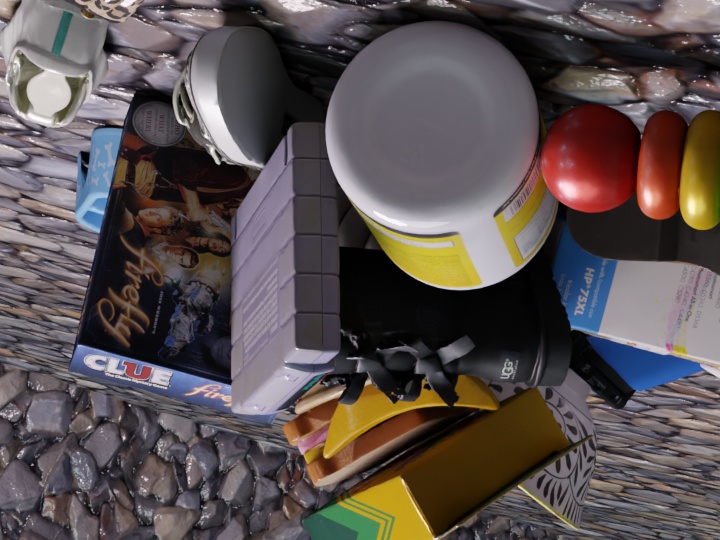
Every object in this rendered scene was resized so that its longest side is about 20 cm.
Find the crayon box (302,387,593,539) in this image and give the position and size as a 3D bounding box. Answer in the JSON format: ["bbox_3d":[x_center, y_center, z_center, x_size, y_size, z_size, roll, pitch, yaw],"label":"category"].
[{"bbox_3d":[0.056,0.141,1.340,0.126,0.051,0.200,-30,178,-30],"label":"crayon box"}]

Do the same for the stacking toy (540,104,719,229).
[{"bbox_3d":[0.187,-0.051,0.982,0.198,0.086,0.085,8,168,13],"label":"stacking toy"}]

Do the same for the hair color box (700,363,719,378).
[{"bbox_3d":[0.327,0.078,1.400,0.109,0.065,0.200,30,180,-10],"label":"hair color box"}]

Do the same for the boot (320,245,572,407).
[{"bbox_3d":[0.033,0.005,1.229,0.161,0.074,0.199,2,-143,-14],"label":"boot"}]

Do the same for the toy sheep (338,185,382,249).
[{"bbox_3d":[0.000,0.000,1.397,0.198,0.139,0.138,4,166,31],"label":"toy sheep"}]

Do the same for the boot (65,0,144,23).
[{"bbox_3d":[-0.181,-0.164,0.930,0.149,0.074,0.199,19,163,-27],"label":"boot"}]

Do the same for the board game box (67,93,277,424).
[{"bbox_3d":[-0.102,-0.010,1.279,0.134,0.202,0.035,15,144,-12],"label":"board game box"}]

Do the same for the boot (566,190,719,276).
[{"bbox_3d":[0.228,-0.025,1.187,0.198,0.074,0.075,13,-170,18],"label":"boot"}]

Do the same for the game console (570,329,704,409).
[{"bbox_3d":[0.202,0.032,1.599,0.171,0.118,0.200,43,-179,25],"label":"game console"}]

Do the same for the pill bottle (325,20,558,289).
[{"bbox_3d":[0.051,-0.053,1.090,0.111,0.113,0.200,11,169,12],"label":"pill bottle"}]

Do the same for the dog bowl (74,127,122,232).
[{"bbox_3d":[-0.161,-0.057,1.502,0.110,0.050,0.200,16,170,-12],"label":"dog bowl"}]

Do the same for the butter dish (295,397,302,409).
[{"bbox_3d":[-0.018,0.053,1.630,0.198,0.149,0.199,8,169,26],"label":"butter dish"}]

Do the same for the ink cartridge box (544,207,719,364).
[{"bbox_3d":[0.211,0.016,1.301,0.198,0.068,0.116,14,-173,-4],"label":"ink cartridge box"}]

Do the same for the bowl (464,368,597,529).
[{"bbox_3d":[0.115,0.101,1.528,0.200,0.095,0.201,37,180,0],"label":"bowl"}]

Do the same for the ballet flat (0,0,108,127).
[{"bbox_3d":[-0.182,-0.119,1.168,0.069,0.070,0.200,15,170,-9],"label":"ballet flat"}]

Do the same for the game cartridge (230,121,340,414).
[{"bbox_3d":[-0.043,0.007,1.133,0.038,0.131,0.200,-2,168,-14],"label":"game cartridge"}]

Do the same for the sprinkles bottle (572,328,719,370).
[{"bbox_3d":[0.178,0.016,1.408,0.198,0.069,0.068,15,169,-8],"label":"sprinkles bottle"}]

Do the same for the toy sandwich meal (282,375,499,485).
[{"bbox_3d":[0.042,0.085,1.339,0.203,0.071,0.205,-19,175,-2],"label":"toy sandwich meal"}]

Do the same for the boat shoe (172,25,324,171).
[{"bbox_3d":[-0.075,-0.093,1.157,0.063,0.071,0.200,9,170,14],"label":"boat shoe"}]
